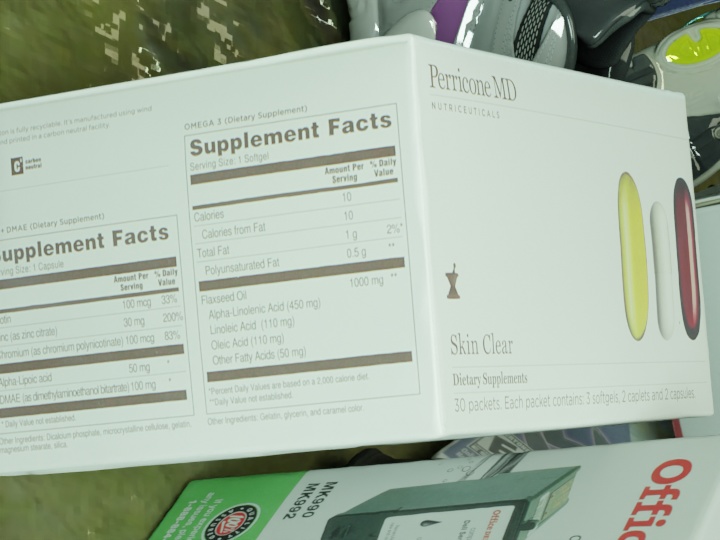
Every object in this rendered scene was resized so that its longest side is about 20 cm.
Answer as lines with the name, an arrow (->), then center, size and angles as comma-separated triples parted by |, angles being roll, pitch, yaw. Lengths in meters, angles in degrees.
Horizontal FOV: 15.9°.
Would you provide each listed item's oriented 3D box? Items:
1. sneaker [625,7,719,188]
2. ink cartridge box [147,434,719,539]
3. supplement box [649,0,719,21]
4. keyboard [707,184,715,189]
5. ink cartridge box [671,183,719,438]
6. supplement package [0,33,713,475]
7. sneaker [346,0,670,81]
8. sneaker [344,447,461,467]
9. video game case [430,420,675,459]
sneaker -> 0.161, -0.084, 1.097 | 0.080, 0.199, 0.078 | -176, -115, -84
ink cartridge box -> 0.018, 0.125, 0.761 | 0.146, 0.199, 0.084 | -55, 130, -52
supplement box -> 0.129, -0.198, 1.122 | 0.110, 0.109, 0.200 | 61, 35, -23
keyboard -> 0.125, 0.001, 1.084 | 0.200, 0.104, 0.040 | -10, 71, -61
ink cartridge box -> 0.205, 0.023, 1.038 | 0.200, 0.083, 0.146 | -18, 96, -51
supplement package -> 0.000, 0.000, 0.802 | 0.200, 0.155, 0.111 | 1, 82, -61
sneaker -> 0.055, -0.114, 0.944 | 0.078, 0.140, 0.201 | -20, 102, -61
sneaker -> 0.048, 0.159, 0.926 | 0.076, 0.091, 0.201 | -45, 124, -58
video game case -> 0.144, 0.110, 1.028 | 0.182, 0.200, 0.023 | -29, 153, -55
